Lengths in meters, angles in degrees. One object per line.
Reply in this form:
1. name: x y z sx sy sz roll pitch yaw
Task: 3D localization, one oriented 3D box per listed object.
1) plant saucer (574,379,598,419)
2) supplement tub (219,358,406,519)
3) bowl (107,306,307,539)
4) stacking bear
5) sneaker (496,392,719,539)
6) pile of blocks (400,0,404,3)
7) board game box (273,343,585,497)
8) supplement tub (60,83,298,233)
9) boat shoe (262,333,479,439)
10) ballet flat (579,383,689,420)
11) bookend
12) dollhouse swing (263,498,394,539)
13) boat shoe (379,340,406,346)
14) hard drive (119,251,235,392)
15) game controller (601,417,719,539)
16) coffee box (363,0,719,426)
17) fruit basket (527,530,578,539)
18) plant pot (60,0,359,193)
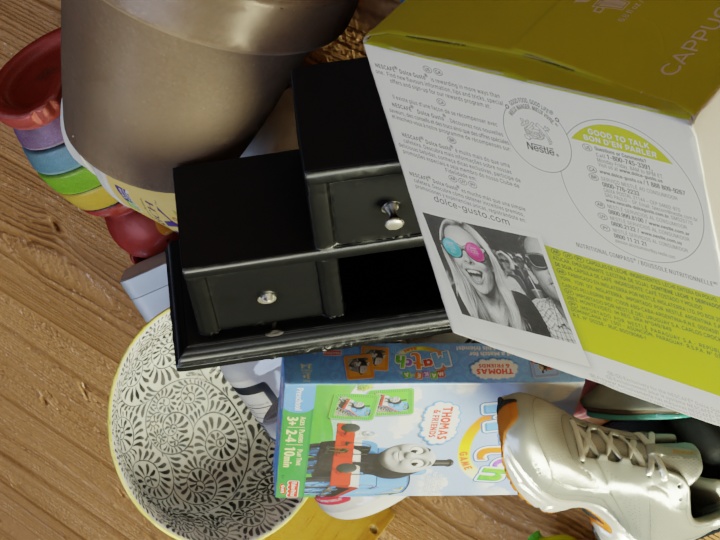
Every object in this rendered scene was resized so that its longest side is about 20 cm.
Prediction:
1. plant saucer: 0.107 0.032 1.276 0.200 0.051 0.201 33 148 23
2. supplement tub: -0.023 0.080 1.418 0.201 0.140 0.140 55 151 -15
3. bowl: -0.133 0.125 1.484 0.201 0.201 0.094 54 152 -14
4. stacking bear: -0.208 -0.094 1.492 0.113 0.122 0.201 8 141 46
5. sneaker: 0.167 0.123 1.175 0.092 0.076 0.200 -27 137 31
6. pile of blocks: 0.067 -0.192 1.044 0.082 0.062 0.200 57 152 20
7. board game box: 0.042 0.104 1.234 0.198 0.037 0.152 -1 144 -6
8. supplement tub: -0.105 -0.095 1.303 0.199 0.145 0.146 26 146 33
9. boat shoe: 0.016 0.088 1.286 0.199 0.072 0.071 -28 112 35
10. ballet flat: 0.224 0.070 1.164 0.199 0.067 0.064 3 95 49
11. bookend: -0.030 -0.038 1.090 0.201 0.197 0.093 86 176 -59
12. dollhouse swing: -0.104 0.218 1.691 0.200 0.182 0.176 47 132 -2
13. boat shoe: 0.000 0.000 1.268 0.067 0.200 0.073 -7 107 5
14. hard drive: -0.097 0.060 1.534 0.131 0.027 0.201 -22 116 18
15. game controller: 0.215 0.149 1.301 0.105 0.042 0.200 60 152 6
16. coffee box: 0.156 -0.075 0.915 0.199 0.200 0.199 19 142 41
17. fruit basket: 0.195 0.306 1.424 0.214 0.156 0.216 19 149 12
18. plant pot: -0.110 -0.150 1.133 0.200 0.200 0.176 35 125 21
